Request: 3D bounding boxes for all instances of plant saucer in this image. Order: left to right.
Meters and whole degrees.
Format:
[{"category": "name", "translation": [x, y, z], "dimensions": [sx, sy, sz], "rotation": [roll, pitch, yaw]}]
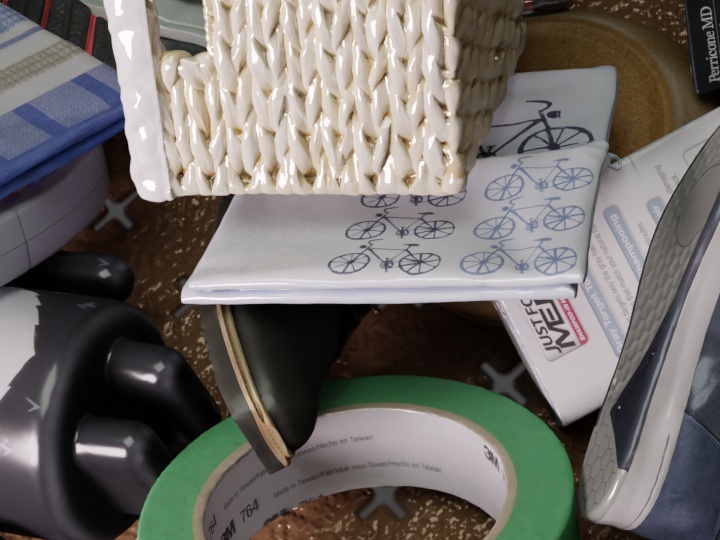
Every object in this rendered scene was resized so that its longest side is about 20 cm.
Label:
[{"category": "plant saucer", "translation": [0.097, -0.067, 0.942], "dimensions": [0.198, 0.036, 0.202], "rotation": [-8, 59, 13]}]

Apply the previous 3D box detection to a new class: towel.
[{"category": "towel", "translation": [-0.223, -0.094, 0.931], "dimensions": [0.199, 0.024, 0.146], "rotation": [30, 48, 32]}]

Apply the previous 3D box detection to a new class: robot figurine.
[{"category": "robot figurine", "translation": [-0.173, 0.069, 0.890], "dimensions": [0.198, 0.126, 0.150], "rotation": [6, 20, 24]}]

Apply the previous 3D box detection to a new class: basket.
[{"category": "basket", "translation": [-0.013, -0.156, 0.822], "dimensions": [0.159, 0.200, 0.200], "rotation": [3, 28, 13]}]

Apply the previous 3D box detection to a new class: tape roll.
[{"category": "tape roll", "translation": [0.000, 0.121, 0.801], "dimensions": [0.198, 0.049, 0.201], "rotation": [-7, 30, 4]}]

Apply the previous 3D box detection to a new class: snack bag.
[{"category": "snack bag", "translation": [0.029, -0.047, 0.840], "dimensions": [0.186, 0.022, 0.201], "rotation": [-2, 35, 18]}]

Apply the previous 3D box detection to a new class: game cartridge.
[{"category": "game cartridge", "translation": [-0.212, -0.029, 0.946], "dimensions": [0.132, 0.042, 0.200], "rotation": [-10, 17, 15]}]

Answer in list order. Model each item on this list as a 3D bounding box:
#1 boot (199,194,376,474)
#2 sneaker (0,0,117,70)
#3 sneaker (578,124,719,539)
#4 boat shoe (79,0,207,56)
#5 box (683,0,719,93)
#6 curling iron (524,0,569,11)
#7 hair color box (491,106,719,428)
[{"category": "boot", "translation": [0.000, 0.000, 0.847], "dimensions": [0.137, 0.078, 0.201], "rotation": [-19, 36, 10]}, {"category": "sneaker", "translation": [-0.215, -0.108, 1.032], "dimensions": [0.198, 0.087, 0.074], "rotation": [0, 57, 17]}, {"category": "sneaker", "translation": [0.194, 0.036, 0.787], "dimensions": [0.145, 0.077, 0.204], "rotation": [20, 87, -7]}, {"category": "boat shoe", "translation": [-0.078, -0.124, 1.017], "dimensions": [0.198, 0.061, 0.076], "rotation": [20, 41, 28]}, {"category": "box", "translation": [0.221, -0.201, 0.877], "dimensions": [0.139, 0.202, 0.079], "rotation": [-8, 33, 11]}, {"category": "curling iron", "translation": [0.030, -0.148, 1.010], "dimensions": [0.198, 0.026, 0.050], "rotation": [-8, 16, 23]}, {"category": "hair color box", "translation": [0.161, -0.014, 0.856], "dimensions": [0.198, 0.061, 0.100], "rotation": [-28, 83, 0]}]
